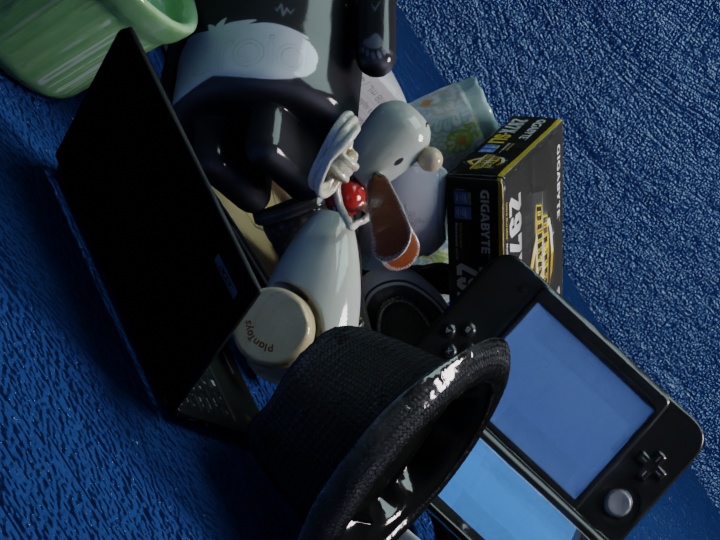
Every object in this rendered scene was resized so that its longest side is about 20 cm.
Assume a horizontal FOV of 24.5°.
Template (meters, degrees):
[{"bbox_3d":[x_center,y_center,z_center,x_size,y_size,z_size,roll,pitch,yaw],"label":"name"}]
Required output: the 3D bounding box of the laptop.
[{"bbox_3d":[-0.091,-0.012,0.941,0.178,0.103,0.200,63,13,23],"label":"laptop"}]

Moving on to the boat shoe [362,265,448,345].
[{"bbox_3d":[0.053,0.087,1.284,0.071,0.072,0.200,-99,167,-57],"label":"boat shoe"}]

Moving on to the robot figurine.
[{"bbox_3d":[-0.057,-0.140,1.096,0.125,0.150,0.201,109,-13,-62],"label":"robot figurine"}]

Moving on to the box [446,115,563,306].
[{"bbox_3d":[0.115,-0.002,1.281,0.160,0.049,0.201,-39,131,-59],"label":"box"}]

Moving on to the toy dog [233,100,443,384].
[{"bbox_3d":[0.000,0.000,1.038,0.096,0.200,0.132,30,16,7],"label":"toy dog"}]

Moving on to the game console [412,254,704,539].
[{"bbox_3d":[0.117,0.109,1.106,0.200,0.171,0.118,43,-3,1],"label":"game console"}]

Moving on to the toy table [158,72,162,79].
[{"bbox_3d":[-0.119,-0.228,1.228,0.117,0.184,0.200,45,55,-16],"label":"toy table"}]

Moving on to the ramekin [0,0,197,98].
[{"bbox_3d":[-0.197,-0.203,1.015,0.200,0.098,0.200,54,12,-17],"label":"ramekin"}]

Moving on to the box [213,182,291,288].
[{"bbox_3d":[-0.090,-0.057,1.251,0.164,0.021,0.200,57,12,-11],"label":"box"}]

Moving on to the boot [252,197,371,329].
[{"bbox_3d":[-0.009,0.038,1.159,0.200,0.069,0.175,44,29,-77],"label":"boot"}]

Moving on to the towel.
[{"bbox_3d":[0.049,-0.049,1.366,0.200,0.171,0.048,64,-1,-42],"label":"towel"}]

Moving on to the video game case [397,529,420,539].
[{"bbox_3d":[0.086,0.231,1.044,0.182,0.023,0.200,49,-9,-36],"label":"video game case"}]

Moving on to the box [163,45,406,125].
[{"bbox_3d":[-0.085,-0.222,1.439,0.199,0.130,0.200,40,21,-55],"label":"box"}]

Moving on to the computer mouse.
[{"bbox_3d":[0.026,-0.021,1.265,0.200,0.109,0.044,95,-4,-65],"label":"computer mouse"}]

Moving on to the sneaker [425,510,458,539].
[{"bbox_3d":[0.075,0.157,1.173,0.200,0.074,0.088,45,-23,52],"label":"sneaker"}]

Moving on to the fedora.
[{"bbox_3d":[0.000,0.089,0.945,0.092,0.201,0.201,39,7,16],"label":"fedora"}]
